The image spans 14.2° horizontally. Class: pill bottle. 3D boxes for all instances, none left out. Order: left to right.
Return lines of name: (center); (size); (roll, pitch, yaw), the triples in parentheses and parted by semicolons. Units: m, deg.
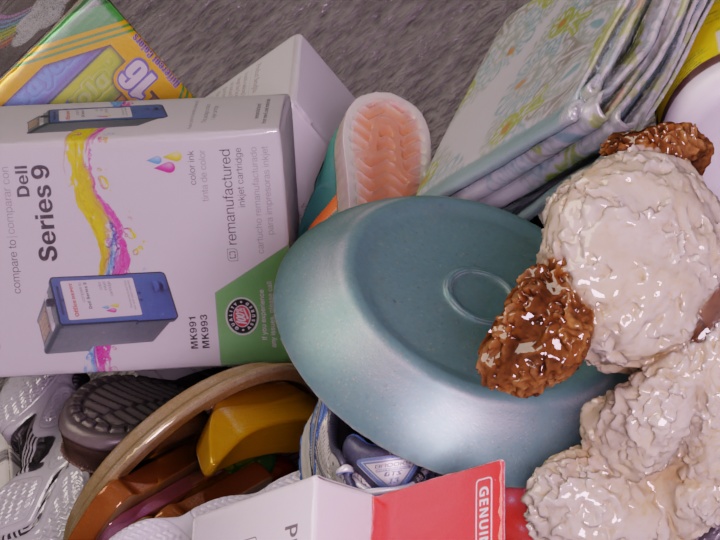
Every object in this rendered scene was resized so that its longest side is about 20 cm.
pill bottle: (0.212, -0.106, 1.576); (0.109, 0.109, 0.200); (-33, 22, 19)

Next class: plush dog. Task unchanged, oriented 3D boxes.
plush dog: (0.145, 0.025, 1.349); (0.160, 0.172, 0.200); (-15, 32, 47)

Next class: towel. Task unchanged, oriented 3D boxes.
towel: (0.111, -0.100, 1.571); (0.200, 0.048, 0.171); (-30, 26, 54)

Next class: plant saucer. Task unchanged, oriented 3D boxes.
plant saucer: (0.056, 0.024, 1.457); (0.200, 0.200, 0.036); (-69, 2, -50)

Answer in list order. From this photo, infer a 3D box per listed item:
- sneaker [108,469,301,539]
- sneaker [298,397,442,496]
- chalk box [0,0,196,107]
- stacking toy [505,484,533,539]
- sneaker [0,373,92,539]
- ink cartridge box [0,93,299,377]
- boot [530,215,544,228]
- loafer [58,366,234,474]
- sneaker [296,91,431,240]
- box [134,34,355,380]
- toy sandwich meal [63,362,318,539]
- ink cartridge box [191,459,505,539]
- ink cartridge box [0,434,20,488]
sneaker: (-0.046, 0.170, 1.518); (0.200, 0.114, 0.076); (-12, 50, -15)
sneaker: (0.009, 0.123, 1.427); (0.077, 0.085, 0.200); (-5, 46, -14)
chalk box: (-0.211, -0.073, 1.787); (0.200, 0.124, 0.124); (-45, 24, -5)
stacking toy: (0.057, 0.069, 1.492); (0.085, 0.085, 0.200); (-37, 46, 10)
sneaker: (-0.159, 0.138, 1.730); (0.075, 0.115, 0.200); (-35, 31, 14)
ink cartridge box: (-0.137, -0.020, 1.680); (0.200, 0.145, 0.088); (-2, 18, 3)
boot: (0.034, 0.038, 1.679); (0.174, 0.069, 0.200); (-42, 20, 16)
loafer: (-0.105, 0.103, 1.680); (0.073, 0.200, 0.071); (24, 104, 30)
sneaker: (0.000, 0.000, 1.644); (0.080, 0.071, 0.200); (120, 162, -55)
box: (-0.072, -0.022, 1.831); (0.200, 0.152, 0.106); (-33, 23, 17)
toy sandwich meal: (-0.084, 0.134, 1.602); (0.205, 0.070, 0.205); (-35, -25, -19)
ink cartridge box: (-0.011, 0.193, 1.338); (0.176, 0.045, 0.200); (-21, 59, 42)
ink cartridge box: (-0.249, 0.187, 1.815); (0.147, 0.083, 0.200); (-38, 22, 9)
